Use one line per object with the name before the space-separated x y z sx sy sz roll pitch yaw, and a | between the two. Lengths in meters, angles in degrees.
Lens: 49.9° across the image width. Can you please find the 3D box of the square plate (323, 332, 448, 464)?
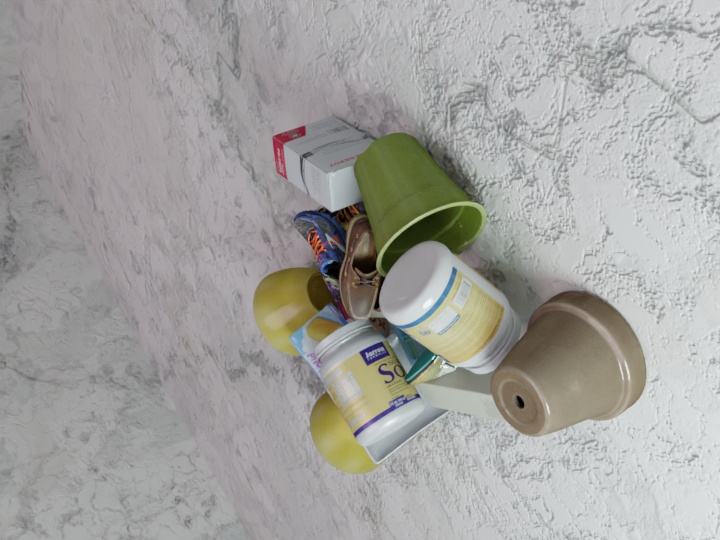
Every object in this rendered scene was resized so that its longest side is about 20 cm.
square plate | 0.057 0.257 1.582 0.199 0.199 0.028 54 175 17

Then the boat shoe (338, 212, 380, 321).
boat shoe | 0.002 0.003 1.375 0.068 0.071 0.202 -113 25 -66

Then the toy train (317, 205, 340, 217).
toy train | -0.059 -0.138 1.614 0.046 0.034 0.200 69 152 18

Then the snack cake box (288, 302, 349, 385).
snack cake box | -0.039 0.181 1.562 0.200 0.115 0.067 48 169 16

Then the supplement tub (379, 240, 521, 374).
supplement tub | 0.144 0.062 1.220 0.199 0.146 0.144 36 159 -26

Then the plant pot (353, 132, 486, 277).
plant pot | 0.080 -0.121 1.287 0.191 0.198 0.201 64 152 25

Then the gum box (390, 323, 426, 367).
gum box | 0.135 0.106 1.476 0.200 0.044 0.171 -29 86 60

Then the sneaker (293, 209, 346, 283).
sneaker | -0.057 -0.036 1.456 0.200 0.078 0.076 44 138 13

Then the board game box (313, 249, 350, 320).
board game box | -0.062 0.000 1.597 0.121 0.032 0.200 60 -176 -32

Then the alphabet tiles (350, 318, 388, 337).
alphabet tiles | 0.004 0.045 1.671 0.167 0.008 0.202 35 139 41

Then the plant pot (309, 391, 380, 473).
plant pot | 0.008 0.320 1.681 0.201 0.199 0.142 55 139 15

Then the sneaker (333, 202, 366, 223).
sneaker | -0.015 -0.102 1.527 0.078 0.077 0.201 53 146 22

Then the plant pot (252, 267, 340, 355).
plant pot | -0.120 0.073 1.724 0.142 0.199 0.201 -29 87 45

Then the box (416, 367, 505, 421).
box | 0.200 0.210 1.375 0.199 0.069 0.082 5 139 44

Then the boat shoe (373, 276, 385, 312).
boat shoe | 0.068 -0.014 1.421 0.070 0.070 0.202 34 120 56

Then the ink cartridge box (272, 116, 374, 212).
ink cartridge box | -0.050 -0.200 1.430 0.200 0.144 0.084 39 141 43

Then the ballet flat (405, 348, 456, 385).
ballet flat | 0.156 0.137 1.359 0.071 0.070 0.201 43 108 31

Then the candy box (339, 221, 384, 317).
candy box | 0.000 0.000 1.507 0.102 0.026 0.202 -3 114 43

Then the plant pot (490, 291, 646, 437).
plant pot | 0.291 0.155 1.147 0.200 0.174 0.202 35 137 40

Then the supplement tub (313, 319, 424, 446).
supplement tub | 0.013 0.206 1.439 0.201 0.145 0.146 58 149 15
